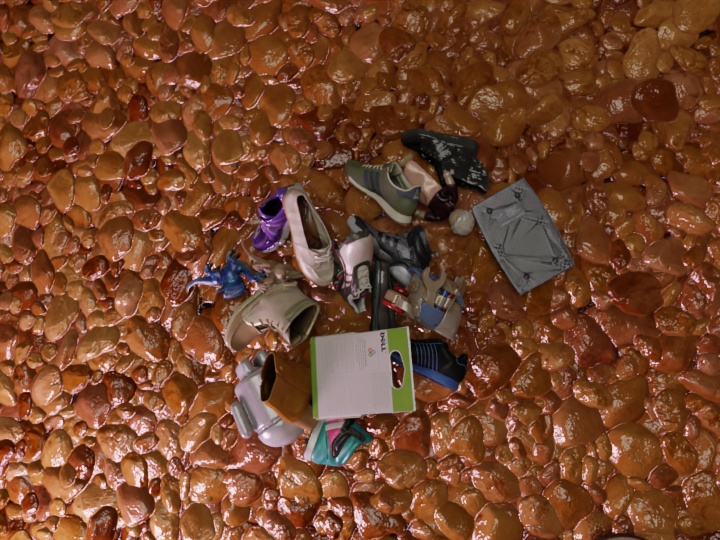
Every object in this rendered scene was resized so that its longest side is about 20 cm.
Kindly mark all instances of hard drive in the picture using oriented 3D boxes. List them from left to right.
[{"bbox_3d":[0.322,-0.067,1.071,0.133,0.042,0.203,-29,80,4],"label":"hard drive"}]

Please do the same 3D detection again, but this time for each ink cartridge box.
[{"bbox_3d":[0.011,0.189,0.976,0.196,0.076,0.151,-9,76,22],"label":"ink cartridge box"}]

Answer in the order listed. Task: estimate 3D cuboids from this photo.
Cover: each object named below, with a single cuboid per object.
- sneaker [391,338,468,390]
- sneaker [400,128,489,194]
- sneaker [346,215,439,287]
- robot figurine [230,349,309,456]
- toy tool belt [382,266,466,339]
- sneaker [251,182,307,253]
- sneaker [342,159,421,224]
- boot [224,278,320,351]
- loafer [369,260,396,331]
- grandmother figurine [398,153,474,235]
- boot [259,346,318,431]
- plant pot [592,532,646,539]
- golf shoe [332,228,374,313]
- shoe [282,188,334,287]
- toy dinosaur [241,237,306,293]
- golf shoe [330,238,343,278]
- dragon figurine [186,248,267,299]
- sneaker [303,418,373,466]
[{"bbox_3d":[0.120,0.161,1.047,0.197,0.070,0.079,28,78,-11],"label":"sneaker"},{"bbox_3d":[0.173,-0.224,1.105,0.195,0.060,0.107,11,81,7],"label":"sneaker"},{"bbox_3d":[0.070,-0.063,1.096,0.114,0.076,0.200,-45,81,-3],"label":"sneaker"},{"bbox_3d":[-0.177,0.263,1.068,0.168,0.113,0.202,-27,78,-29],"label":"robot figurine"},{"bbox_3d":[0.129,0.040,1.012,0.124,0.199,0.125,23,86,47],"label":"toy tool belt"},{"bbox_3d":[-0.185,-0.111,1.098,0.200,0.082,0.082,-48,61,41],"label":"sneaker"},{"bbox_3d":[0.049,-0.188,1.085,0.200,0.066,0.091,45,128,26],"label":"sneaker"},{"bbox_3d":[-0.181,0.110,1.078,0.201,0.072,0.154,-49,46,-3],"label":"boot"},{"bbox_3d":[0.051,0.078,1.069,0.061,0.072,0.205,0,107,-7],"label":"loafer"},{"bbox_3d":[0.155,-0.150,1.091,0.200,0.122,0.060,46,50,11],"label":"grandmother figurine"},{"bbox_3d":[-0.125,0.190,1.017,0.070,0.144,0.204,-22,39,23],"label":"boot"},{"bbox_3d":[0.462,0.564,0.945,0.196,0.093,0.206,-1,84,9],"label":"plant pot"},{"bbox_3d":[0.000,0.000,1.035,0.076,0.202,0.089,-19,60,-19],"label":"golf shoe"},{"bbox_3d":[-0.095,-0.059,1.026,0.069,0.053,0.203,-30,110,-28],"label":"shoe"},{"bbox_3d":[-0.180,-0.002,1.087,0.196,0.101,0.059,19,114,12],"label":"toy dinosaur"},{"bbox_3d":[-0.110,-0.069,1.122,0.091,0.073,0.202,-34,79,4],"label":"golf shoe"},{"bbox_3d":[-0.283,0.023,1.138,0.197,0.059,0.101,-28,72,-3],"label":"dragon figurine"},{"bbox_3d":[-0.024,0.296,1.058,0.119,0.084,0.204,20,81,6],"label":"sneaker"}]
